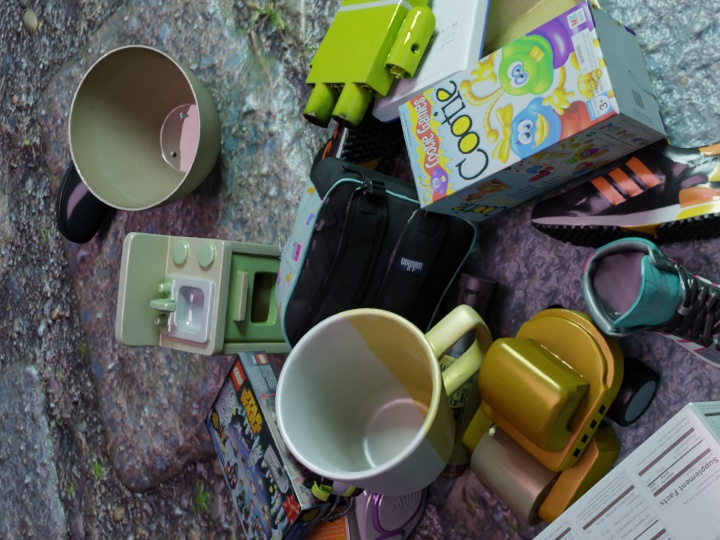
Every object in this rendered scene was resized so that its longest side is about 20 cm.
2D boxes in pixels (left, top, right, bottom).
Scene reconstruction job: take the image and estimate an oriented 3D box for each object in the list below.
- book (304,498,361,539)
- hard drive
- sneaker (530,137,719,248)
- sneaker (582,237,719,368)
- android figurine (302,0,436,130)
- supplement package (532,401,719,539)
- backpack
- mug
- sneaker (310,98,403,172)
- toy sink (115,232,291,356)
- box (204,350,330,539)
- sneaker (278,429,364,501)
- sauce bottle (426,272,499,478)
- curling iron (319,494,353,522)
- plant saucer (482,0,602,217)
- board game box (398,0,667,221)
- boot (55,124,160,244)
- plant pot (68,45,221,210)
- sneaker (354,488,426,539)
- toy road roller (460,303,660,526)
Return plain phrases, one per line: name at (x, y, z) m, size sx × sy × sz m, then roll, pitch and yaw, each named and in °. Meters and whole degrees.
book at (-0.054, 0.242, 1.047) m, size 0.133 × 0.048 × 0.203 m, roll -21°, pitch 72°, yaw 40°
hard drive at (0.079, -0.259, 0.925) m, size 0.131 × 0.025 × 0.203 m, roll -16°, pitch 54°, yaw 47°
sneaker at (0.247, -0.074, 0.805) m, size 0.198 × 0.070 × 0.092 m, roll -3°, pitch 74°, yaw 38°
sneaker at (0.263, 0.029, 0.742) m, size 0.199 × 0.120 × 0.085 m, roll 26°, pitch 103°, yaw 38°
android figurine at (0.010, -0.242, 0.942) m, size 0.181 × 0.041 × 0.202 m, roll 13°, pitch 77°, yaw 56°
supplement package at (0.251, 0.209, 0.716) m, size 0.200 × 0.155 × 0.112 m, roll -50°, pitch 56°, yaw 26°
backpack at (0.000, 0.000, 0.928) m, size 0.153 × 0.173 × 0.203 m, roll -136°, pitch 62°, yaw -66°
mug at (0.036, 0.131, 0.820) m, size 0.184 × 0.153 × 0.152 m, roll -12°, pitch 60°, yaw 15°
sneaker at (-0.015, -0.140, 1.017) m, size 0.090 × 0.069 × 0.202 m, roll 35°, pitch 103°, yaw 53°
toy sink at (-0.168, 0.029, 1.059) m, size 0.111 × 0.199 × 0.133 m, roll 5°, pitch 89°, yaw 40°
box at (-0.111, 0.212, 1.018) m, size 0.138 × 0.039 × 0.201 m, roll -59°, pitch 47°, yaw 38°
sneaker at (-0.047, 0.148, 0.948) m, size 0.072 × 0.082 × 0.201 m, roll -66°, pitch 32°, yaw 33°
sauce bottle at (0.097, 0.105, 0.915) m, size 0.065 × 0.066 × 0.203 m, roll 15°, pitch 97°, yaw 40°
curling iron at (-0.077, 0.232, 1.023) m, size 0.199 × 0.025 × 0.050 m, roll 14°, pitch 83°, yaw 50°
plant saucer at (0.166, -0.182, 0.888) m, size 0.199 × 0.048 × 0.202 m, roll -35°, pitch 65°, yaw 33°
board game box at (0.147, -0.132, 0.801) m, size 0.198 × 0.104 × 0.105 m, roll -24°, pitch 71°, yaw 36°
boot at (-0.359, -0.126, 1.312) m, size 0.167 × 0.076 × 0.203 m, roll 17°, pitch 92°, yaw 44°
plant pot at (-0.259, -0.178, 1.179) m, size 0.197 × 0.134 × 0.204 m, roll 1°, pitch 93°, yaw 22°
sneaker at (0.022, 0.202, 0.982) m, size 0.099 × 0.074 × 0.204 m, roll 2°, pitch 91°, yaw 63°
toy road roller at (0.156, 0.129, 0.808) m, size 0.123 × 0.145 × 0.202 m, roll 38°, pitch 111°, yaw 35°
